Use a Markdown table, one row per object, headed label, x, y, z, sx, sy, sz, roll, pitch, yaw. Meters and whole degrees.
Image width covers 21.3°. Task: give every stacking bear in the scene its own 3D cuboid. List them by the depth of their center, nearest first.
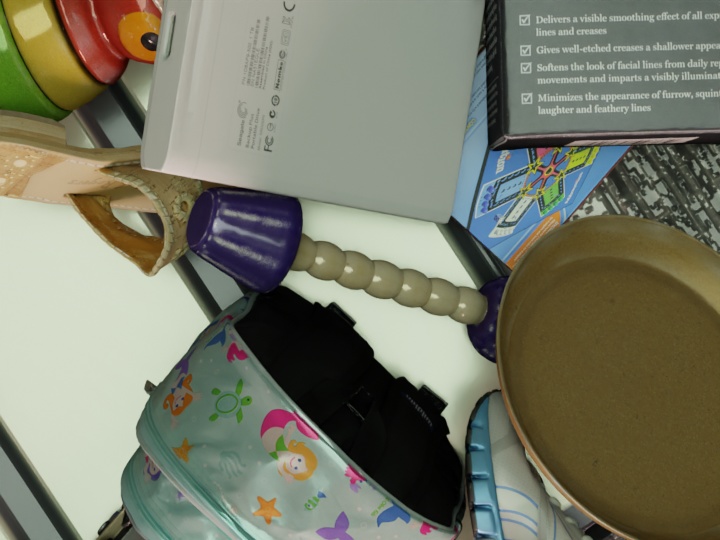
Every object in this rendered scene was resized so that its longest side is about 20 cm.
| label | x | y | z | sx | sy | sz | roll | pitch | yaw |
| --- | --- | --- | --- | --- | --- | --- | --- | --- | --- |
| stacking bear | -0.170 | -0.130 | 1.033 | 0.199 | 0.114 | 0.122 | -18 | 130 | 11 |

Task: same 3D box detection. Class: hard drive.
| label | x | y | z | sx | sy | sz | roll | pitch | yaw |
| --- | --- | --- | --- | --- | --- | --- | --- | --- | --- |
| hard drive | -0.020 | -0.103 | 0.998 | 0.199 | 0.027 | 0.133 | 9 | 91 | -43 |

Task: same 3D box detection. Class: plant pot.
| label | x | y | z | sx | sy | sz | roll | pitch | yaw |
| --- | --- | --- | --- | --- | --- | --- | --- | --- | --- |
| plant pot | 0.158 | 0.064 | 1.052 | 0.199 | 0.027 | 0.201 | 13 | 58 | -21 |

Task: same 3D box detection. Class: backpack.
| label | x | y | z | sx | sy | sz | roll | pitch | yaw |
| --- | --- | --- | --- | --- | --- | --- | --- | --- | --- |
| backpack | -0.035 | 0.105 | 1.008 | 0.177 | 0.200 | 0.151 | 44 | 93 | -2 |

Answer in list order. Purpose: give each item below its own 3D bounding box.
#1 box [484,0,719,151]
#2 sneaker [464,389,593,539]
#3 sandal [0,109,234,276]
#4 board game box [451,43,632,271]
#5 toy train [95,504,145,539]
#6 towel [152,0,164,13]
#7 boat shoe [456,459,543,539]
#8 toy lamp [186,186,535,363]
| label | x | y | z | sx | sy | sz | roll | pitch | yaw |
| --- | --- | --- | --- | --- | --- | --- | --- | --- | --- |
| box | 0.142 | -0.168 | 1.036 | 0.147 | 0.107 | 0.201 | -1 | 91 | -1 |
| sneaker | 0.104 | 0.158 | 1.021 | 0.086 | 0.075 | 0.201 | -11 | 69 | 4 |
| sandal | -0.125 | -0.030 | 1.028 | 0.211 | 0.078 | 0.070 | 8 | 60 | -34 |
| board game box | 0.118 | -0.105 | 1.099 | 0.103 | 0.019 | 0.200 | 41 | 90 | 1 |
| toy train | -0.171 | 0.197 | 1.086 | 0.034 | 0.046 | 0.200 | 41 | 93 | -13 |
| towel | -0.025 | -0.148 | 1.026 | 0.200 | 0.034 | 0.133 | 42 | 70 | -37 |
| boat shoe | 0.069 | 0.205 | 1.090 | 0.072 | 0.063 | 0.201 | 7 | 77 | 33 |
| toy lamp | 0.000 | 0.000 | 1.043 | 0.199 | 0.058 | 0.059 | 18 | 90 | -28 |
